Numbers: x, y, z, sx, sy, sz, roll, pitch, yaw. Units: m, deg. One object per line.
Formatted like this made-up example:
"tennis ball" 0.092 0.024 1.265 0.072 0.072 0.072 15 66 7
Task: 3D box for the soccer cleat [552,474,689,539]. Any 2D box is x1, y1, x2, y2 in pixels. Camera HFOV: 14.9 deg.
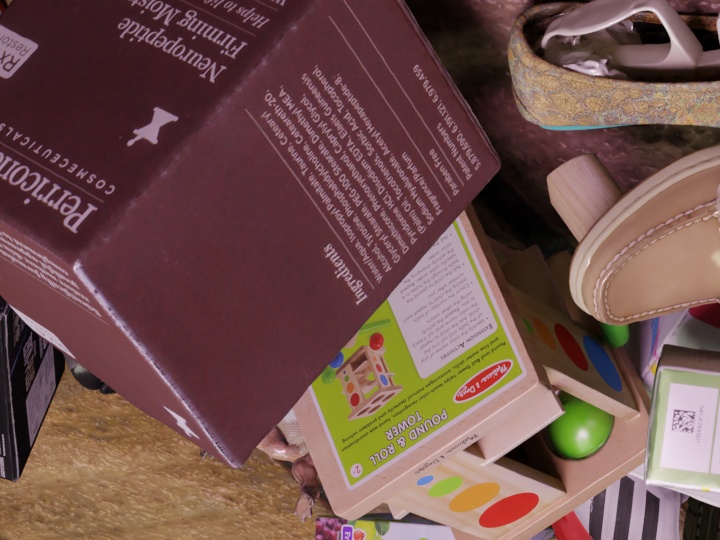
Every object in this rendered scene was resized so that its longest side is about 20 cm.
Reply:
"soccer cleat" 0.134 0.117 1.522 0.085 0.200 0.069 -20 162 -20

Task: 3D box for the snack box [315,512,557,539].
"snack box" 0.081 0.172 1.659 0.142 0.053 0.200 -1 177 29

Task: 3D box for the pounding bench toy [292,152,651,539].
"pounding bench toy" 0.084 0.037 1.378 0.200 0.125 0.156 -35 148 20

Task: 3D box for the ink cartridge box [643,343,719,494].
"ink cartridge box" 0.234 0.078 1.288 0.199 0.060 0.104 6 -176 7

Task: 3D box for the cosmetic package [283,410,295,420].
"cosmetic package" 0.000 0.000 1.475 0.101 0.074 0.200 -6 147 -6

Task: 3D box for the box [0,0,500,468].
"box" -0.076 -0.054 1.288 0.166 0.200 0.164 28 161 42

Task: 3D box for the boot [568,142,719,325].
"boot" 0.209 0.009 1.237 0.199 0.155 0.072 -20 138 -10

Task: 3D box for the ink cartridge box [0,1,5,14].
"ink cartridge box" -0.306 -0.144 1.437 0.199 0.083 0.146 1 145 27

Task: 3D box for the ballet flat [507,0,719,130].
"ballet flat" 0.157 -0.099 1.268 0.199 0.071 0.071 1 145 28

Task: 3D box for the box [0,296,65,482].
"box" -0.260 0.020 1.583 0.163 0.086 0.200 16 149 6

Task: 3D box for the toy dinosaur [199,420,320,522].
"toy dinosaur" -0.006 0.090 1.624 0.135 0.086 0.200 3 -169 -37

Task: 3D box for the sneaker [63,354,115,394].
"sneaker" -0.117 0.035 1.555 0.099 0.070 0.200 -14 171 -20

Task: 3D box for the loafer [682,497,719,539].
"loafer" 0.232 0.155 1.560 0.067 0.076 0.200 4 -166 -6

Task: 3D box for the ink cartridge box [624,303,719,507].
"ink cartridge box" 0.222 0.043 1.422 0.147 0.086 0.200 21 147 -5
